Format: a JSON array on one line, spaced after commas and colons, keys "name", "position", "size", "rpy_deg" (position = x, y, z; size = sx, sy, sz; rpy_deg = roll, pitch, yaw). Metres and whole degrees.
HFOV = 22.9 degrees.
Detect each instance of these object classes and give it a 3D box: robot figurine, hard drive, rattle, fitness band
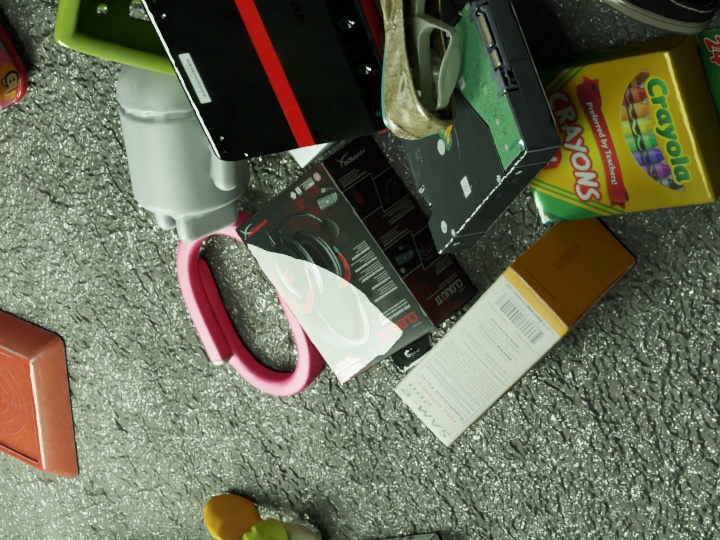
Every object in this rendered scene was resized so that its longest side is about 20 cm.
[{"name": "robot figurine", "position": [-0.165, -0.131, 1.660], "size": [0.169, 0.112, 0.202], "rpy_deg": [25, 131, 44]}, {"name": "hard drive", "position": [0.091, -0.116, 1.441], "size": [0.200, 0.038, 0.141], "rpy_deg": [126, 129, -61]}, {"name": "rattle", "position": [-0.085, 0.346, 1.918], "size": [0.200, 0.131, 0.142], "rpy_deg": [44, 154, -29]}, {"name": "fitness band", "position": [-0.110, 0.035, 1.770], "size": [0.143, 0.037, 0.201], "rpy_deg": [-8, 111, 42]}]

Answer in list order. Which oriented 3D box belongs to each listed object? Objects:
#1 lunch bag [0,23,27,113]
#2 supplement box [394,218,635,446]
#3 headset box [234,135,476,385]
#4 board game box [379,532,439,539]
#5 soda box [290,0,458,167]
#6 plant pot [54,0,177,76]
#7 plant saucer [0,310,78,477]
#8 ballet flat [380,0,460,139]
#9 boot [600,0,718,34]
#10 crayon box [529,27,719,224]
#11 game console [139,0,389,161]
[{"name": "lunch bag", "position": [-0.452, -0.225, 1.864], "size": [0.199, 0.082, 0.177], "rpy_deg": [-21, 100, 45]}, {"name": "supplement box", "position": [0.130, 0.048, 1.515], "size": [0.074, 0.126, 0.200], "rpy_deg": [46, 136, 5]}, {"name": "headset box", "position": [0.000, 0.000, 1.629], "size": [0.148, 0.075, 0.201], "rpy_deg": [-33, 92, 45]}, {"name": "board game box", "position": [0.067, 0.368, 1.825], "size": [0.126, 0.035, 0.201], "rpy_deg": [-16, 104, 44]}, {"name": "soda box", "position": [0.000, -0.172, 1.530], "size": [0.064, 0.068, 0.200], "rpy_deg": [52, 135, 1]}, {"name": "plant pot", "position": [-0.134, -0.292, 1.458], "size": [0.198, 0.183, 0.200], "rpy_deg": [11, 135, -15]}, {"name": "plant saucer", "position": [-0.424, 0.139, 2.096], "size": [0.198, 0.037, 0.202], "rpy_deg": [20, 126, 30]}, {"name": "ballet flat", "position": [0.050, -0.203, 1.395], "size": [0.065, 0.070, 0.202], "rpy_deg": [7, 111, 37]}, {"name": "boot", "position": [0.202, -0.279, 1.293], "size": [0.200, 0.073, 0.151], "rpy_deg": [39, 129, 7]}, {"name": "crayon box", "position": [0.214, -0.113, 1.400], "size": [0.199, 0.051, 0.128], "rpy_deg": [-8, 110, 42]}, {"name": "game console", "position": [-0.066, -0.177, 1.435], "size": [0.175, 0.031, 0.201], "rpy_deg": [-9, 135, 15]}]
